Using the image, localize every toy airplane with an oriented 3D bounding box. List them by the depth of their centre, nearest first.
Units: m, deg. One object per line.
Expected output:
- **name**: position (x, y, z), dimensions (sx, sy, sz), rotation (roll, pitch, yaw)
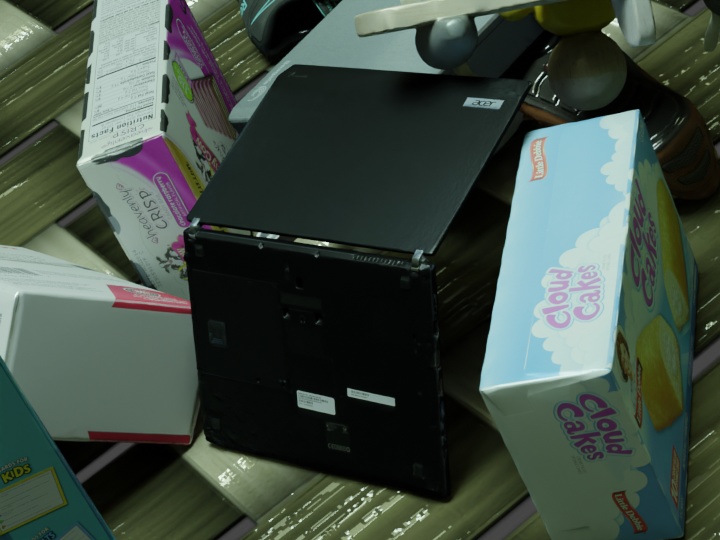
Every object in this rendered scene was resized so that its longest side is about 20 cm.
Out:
- **toy airplane**: position (0.125, -0.151, 1.120), dimensions (0.199, 0.142, 0.199), rotation (10, 29, 32)

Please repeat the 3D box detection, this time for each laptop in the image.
- **laptop**: position (0.000, 0.000, 1.128), dimensions (0.176, 0.202, 0.103), rotation (8, 20, 40)

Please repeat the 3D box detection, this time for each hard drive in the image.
- **hard drive**: position (0.020, -0.130, 1.284), dimensions (0.140, 0.033, 0.199), rotation (-47, 26, -24)

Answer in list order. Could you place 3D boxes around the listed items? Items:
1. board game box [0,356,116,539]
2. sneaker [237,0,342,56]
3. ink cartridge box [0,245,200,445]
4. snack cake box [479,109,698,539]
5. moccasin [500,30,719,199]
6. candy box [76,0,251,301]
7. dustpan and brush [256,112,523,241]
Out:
- **board game box**: position (-0.205, 0.140, 1.025), dimensions (0.150, 0.201, 0.047), rotation (-32, 35, -10)
- **sneaker**: position (0.004, -0.212, 1.476), dimensions (0.199, 0.075, 0.080), rotation (-23, 48, 16)
- **ink cartridge box**: position (-0.205, 0.037, 1.199), dimensions (0.199, 0.144, 0.085), rotation (15, 96, 44)
- **snack cake box**: position (0.119, 0.027, 1.038), dimensions (0.067, 0.115, 0.201), rotation (-10, 38, 21)
- **moccasin**: position (0.143, -0.101, 1.234), dimensions (0.074, 0.078, 0.201), rotation (-49, 42, -6)
- **candy box**: position (-0.120, -0.079, 1.310), dimensions (0.061, 0.137, 0.201), rotation (-19, 36, 11)
- **dustpan and brush**: position (-0.001, -0.062, 1.277), dimensions (0.139, 0.057, 0.200), rotation (7, 47, 38)
